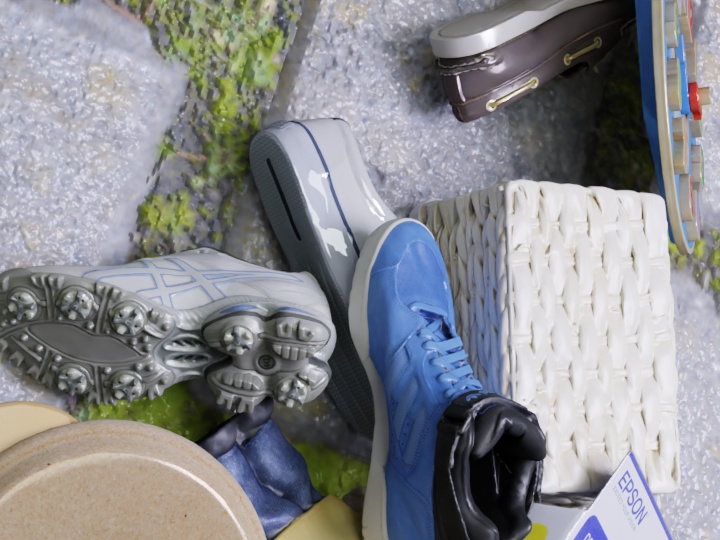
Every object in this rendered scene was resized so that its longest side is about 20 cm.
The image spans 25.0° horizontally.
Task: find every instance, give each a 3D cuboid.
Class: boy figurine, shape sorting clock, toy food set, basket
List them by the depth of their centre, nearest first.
[{"bbox_3d":[-0.140,0.173,0.825,0.198,0.049,0.200,13,88,-25],"label":"toy food set"},{"bbox_3d":[-0.023,0.168,0.925,0.201,0.064,0.124,55,37,-2],"label":"boy figurine"},{"bbox_3d":[0.114,0.050,0.998,0.134,0.123,0.202,4,79,-26],"label":"basket"},{"bbox_3d":[0.208,-0.111,1.056,0.039,0.200,0.202,-7,82,14],"label":"shape sorting clock"}]

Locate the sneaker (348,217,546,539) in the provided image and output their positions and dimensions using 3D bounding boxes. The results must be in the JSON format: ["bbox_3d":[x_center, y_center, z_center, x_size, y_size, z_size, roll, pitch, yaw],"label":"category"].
[{"bbox_3d":[0.053,0.065,0.893,0.076,0.111,0.202,11,75,-40],"label":"sneaker"}]

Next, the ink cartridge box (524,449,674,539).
[{"bbox_3d":[0.116,0.230,0.953,0.200,0.047,0.198,-52,137,-22],"label":"ink cartridge box"}]

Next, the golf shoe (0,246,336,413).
[{"bbox_3d":[-0.112,0.024,0.923,0.198,0.079,0.098,10,32,-4],"label":"golf shoe"}]

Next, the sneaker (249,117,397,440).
[{"bbox_3d":[0.000,0.000,0.979,0.070,0.073,0.202,-19,92,-32],"label":"sneaker"}]

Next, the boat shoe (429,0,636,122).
[{"bbox_3d":[0.130,-0.155,1.076,0.199,0.072,0.060,-26,112,-34],"label":"boat shoe"}]
